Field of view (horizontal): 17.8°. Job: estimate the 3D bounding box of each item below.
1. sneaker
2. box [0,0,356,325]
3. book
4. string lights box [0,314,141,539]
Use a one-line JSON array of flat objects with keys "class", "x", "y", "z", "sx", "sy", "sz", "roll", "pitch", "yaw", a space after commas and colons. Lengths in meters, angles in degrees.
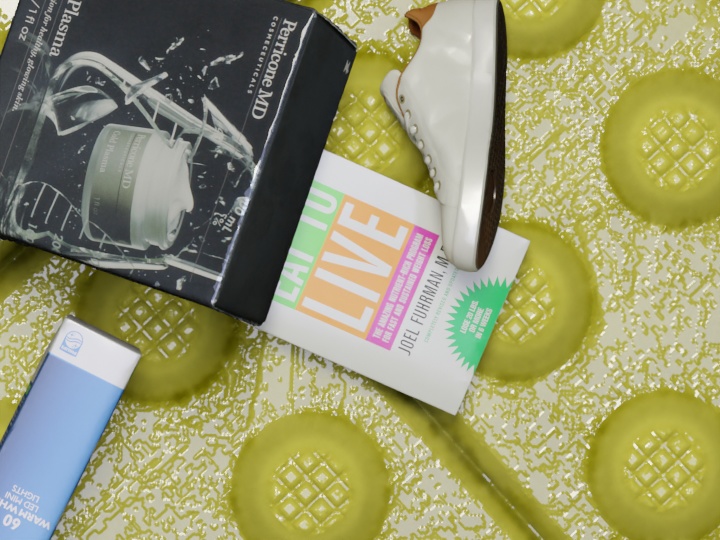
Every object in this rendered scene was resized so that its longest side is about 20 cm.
[{"class": "sneaker", "x": 0.055, "y": -0.091, "z": 1.570, "sx": 0.084, "sy": 0.073, "sz": 0.201, "roll": -1, "pitch": 66, "yaw": 11}, {"class": "box", "x": -0.134, "y": -0.092, "z": 1.501, "sx": 0.196, "sy": 0.124, "sz": 0.201, "roll": 18, "pitch": 88, "yaw": 14}, {"class": "book", "x": 0.000, "y": 0.000, "z": 1.590, "sx": 0.199, "sy": 0.048, "sz": 0.134, "roll": 23, "pitch": 89, "yaw": -8}, {"class": "string lights box", "x": -0.217, "y": 0.131, "z": 1.537, "sx": 0.059, "sy": 0.103, "sz": 0.201, "roll": 26, "pitch": 88, "yaw": -5}]
